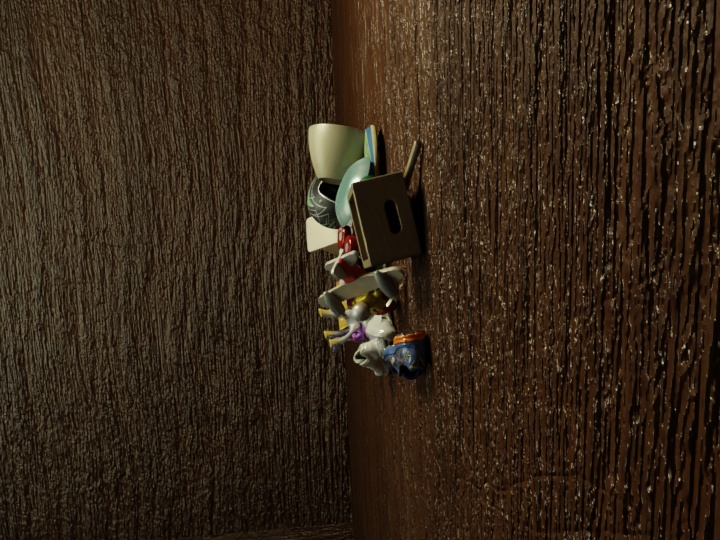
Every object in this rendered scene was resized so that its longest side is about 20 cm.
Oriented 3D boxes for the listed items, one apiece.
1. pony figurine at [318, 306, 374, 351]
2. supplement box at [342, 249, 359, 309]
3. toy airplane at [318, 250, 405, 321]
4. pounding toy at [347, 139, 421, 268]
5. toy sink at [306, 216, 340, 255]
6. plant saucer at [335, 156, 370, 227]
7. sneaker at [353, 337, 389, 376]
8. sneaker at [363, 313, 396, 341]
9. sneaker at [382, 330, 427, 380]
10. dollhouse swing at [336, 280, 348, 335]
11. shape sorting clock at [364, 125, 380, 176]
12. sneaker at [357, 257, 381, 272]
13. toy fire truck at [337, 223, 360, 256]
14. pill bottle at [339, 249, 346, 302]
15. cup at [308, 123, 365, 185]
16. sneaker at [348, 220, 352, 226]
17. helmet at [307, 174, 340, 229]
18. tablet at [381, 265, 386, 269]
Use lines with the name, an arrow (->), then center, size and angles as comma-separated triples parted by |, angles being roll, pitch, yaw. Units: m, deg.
pony figurine -> -0.013, 0.174, 1.760 | 0.167, 0.198, 0.195 | 128, 124, -71
supplement box -> 0.000, 0.000, 1.706 | 0.132, 0.102, 0.202 | -92, -1, -53
toy airplane -> -0.001, 0.048, 1.325 | 0.201, 0.196, 0.143 | 99, 177, -59
pounding toy -> 0.058, -0.120, 1.097 | 0.184, 0.140, 0.203 | 163, 94, -85
toy sink -> -0.079, -0.135, 1.985 | 0.112, 0.198, 0.132 | 21, -123, -53
plant saucer -> -0.031, -0.219, 1.523 | 0.201, 0.038, 0.204 | -160, 89, -75
sneaker -> 0.030, 0.240, 1.565 | 0.201, 0.098, 0.079 | 83, 177, -57
sneaker -> 0.054, 0.124, 1.477 | 0.200, 0.074, 0.090 | -140, 67, -74
sneaker -> 0.088, 0.182, 1.119 | 0.200, 0.074, 0.080 | 96, 166, -68
dollhouse swing -> 0.007, 0.140, 2.156 | 0.181, 0.175, 0.202 | -31, 51, 35
shape sorting clock -> 0.037, -0.300, 1.565 | 0.200, 0.039, 0.203 | 175, 90, -85
sneaker -> 0.003, 0.045, 1.534 | 0.077, 0.083, 0.202 | 123, 161, -53
toy fire truck -> 0.014, -0.120, 1.523 | 0.200, 0.111, 0.170 | -122, 39, -62
pill bottle -> -0.017, 0.014, 1.922 | 0.114, 0.111, 0.202 | -100, 9, -52
cup -> -0.066, -0.335, 1.678 | 0.200, 0.197, 0.145 | 169, 109, -84
sneaker -> 0.011, -0.186, 1.710 | 0.077, 0.081, 0.202 | 52, 140, 42
helmet -> -0.082, -0.228, 1.822 | 0.200, 0.197, 0.193 | 114, 171, -78
tablet -> 0.063, 0.021, 1.605 | 0.130, 0.013, 0.203 | 140, 127, -83
